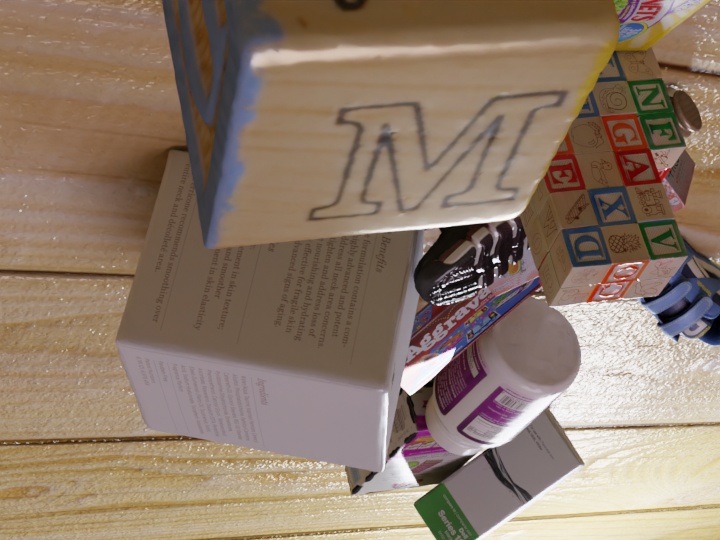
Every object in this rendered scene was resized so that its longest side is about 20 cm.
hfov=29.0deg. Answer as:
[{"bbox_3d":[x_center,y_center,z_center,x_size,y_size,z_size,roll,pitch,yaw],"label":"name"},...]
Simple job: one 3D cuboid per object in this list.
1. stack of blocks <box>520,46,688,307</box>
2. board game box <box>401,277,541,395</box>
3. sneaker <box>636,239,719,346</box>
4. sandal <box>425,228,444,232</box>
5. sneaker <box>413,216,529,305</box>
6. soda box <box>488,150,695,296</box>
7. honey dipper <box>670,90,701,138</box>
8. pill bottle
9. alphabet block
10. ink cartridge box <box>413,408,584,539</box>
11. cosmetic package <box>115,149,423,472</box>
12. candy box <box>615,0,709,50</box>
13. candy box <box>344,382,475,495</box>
[{"bbox_3d":[0.165,-0.081,0.983,0.114,0.202,0.059,-6,152,-14],"label":"stack of blocks"},{"bbox_3d":[0.104,0.034,1.306,0.199,0.019,0.103,-40,151,1],"label":"board game box"},{"bbox_3d":[0.321,0.023,1.406,0.074,0.083,0.199,-31,148,34],"label":"sneaker"},{"bbox_3d":[0.028,-0.071,1.080,0.048,0.076,0.201,-30,143,6],"label":"sandal"},{"bbox_3d":[0.090,-0.066,1.050,0.199,0.115,0.076,-37,157,-21],"label":"sneaker"},{"bbox_3d":[0.173,-0.055,1.148,0.199,0.064,0.069,-28,113,36],"label":"soda box"},{"bbox_3d":[0.195,-0.090,1.177,0.199,0.038,0.038,-29,151,36],"label":"honey dipper"},{"bbox_3d":[0.143,0.120,1.473,0.111,0.113,0.200,-1,152,-24],"label":"pill bottle"},{"bbox_3d":[0.003,-0.146,0.784,0.197,0.198,0.197,-5,155,-15],"label":"alphabet block"},{"bbox_3d":[0.175,0.261,1.711,0.199,0.083,0.147,-37,167,5],"label":"ink cartridge box"},{"bbox_3d":[-0.062,0.033,1.060,0.197,0.169,0.167,10,152,5],"label":"cosmetic package"},{"bbox_3d":[0.176,-0.182,0.894,0.101,0.027,0.200,-3,172,-11],"label":"candy box"},{"bbox_3d":[0.076,0.197,1.649,0.135,0.062,0.200,-2,151,-28],"label":"candy box"}]
